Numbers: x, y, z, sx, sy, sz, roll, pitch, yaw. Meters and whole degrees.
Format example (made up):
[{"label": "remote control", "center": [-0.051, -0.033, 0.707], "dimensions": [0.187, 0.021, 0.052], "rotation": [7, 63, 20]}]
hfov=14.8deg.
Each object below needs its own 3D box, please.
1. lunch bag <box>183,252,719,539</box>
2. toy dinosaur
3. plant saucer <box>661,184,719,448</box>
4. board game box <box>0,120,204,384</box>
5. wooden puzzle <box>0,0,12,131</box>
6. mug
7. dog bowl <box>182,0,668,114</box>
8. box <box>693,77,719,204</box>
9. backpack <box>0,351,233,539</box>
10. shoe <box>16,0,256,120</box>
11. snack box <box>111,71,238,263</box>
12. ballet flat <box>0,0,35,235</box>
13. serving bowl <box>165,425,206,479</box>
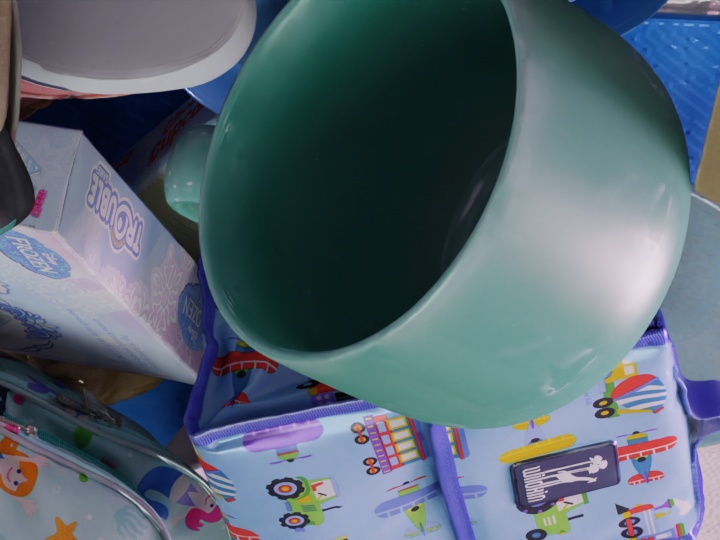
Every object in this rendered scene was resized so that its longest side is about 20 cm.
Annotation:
[{"label": "lunch bag", "center": [0.046, 0.061, 1.093], "dimensions": [0.200, 0.094, 0.151], "rotation": [-6, 141, 10]}, {"label": "toy dinosaur", "center": [-0.134, 0.048, 1.245], "dimensions": [0.101, 0.058, 0.200], "rotation": [-7, 157, -16]}, {"label": "plant saucer", "center": [0.094, 0.003, 1.149], "dimensions": [0.201, 0.039, 0.201], "rotation": [12, 144, 9]}, {"label": "board game box", "center": [-0.171, -0.015, 1.059], "dimensions": [0.199, 0.043, 0.200], "rotation": [10, 165, 15]}, {"label": "wooden puzzle", "center": [-0.197, -0.140, 0.855], "dimensions": [0.185, 0.200, 0.037], "rotation": [2, -179, -2]}, {"label": "mug", "center": [0.030, -0.031, 0.951], "dimensions": [0.114, 0.185, 0.152], "rotation": [24, 108, -39]}, {"label": "dog bowl", "center": [0.021, -0.114, 0.987], "dimensions": [0.200, 0.050, 0.111], "rotation": [-20, 141, 29]}, {"label": "box", "center": [0.167, -0.131, 0.875], "dimensions": [0.021, 0.164, 0.200], "rotation": [31, 151, 17]}, {"label": "backpack", "center": [-0.149, 0.124, 1.095], "dimensions": [0.200, 0.178, 0.151], "rotation": [26, 180, -31]}, {"label": "shoe", "center": [-0.123, -0.087, 0.988], "dimensions": [0.200, 0.072, 0.091], "rotation": [7, 161, 17]}, {"label": "snack box", "center": [0.000, 0.000, 1.121], "dimensions": [0.200, 0.037, 0.116], "rotation": [33, 142, -19]}, {"label": "ballet flat", "center": [-0.151, -0.098, 0.912], "dimensions": [0.073, 0.200, 0.073], "rotation": [-16, 169, -3]}, {"label": "serving bowl", "center": [-0.002, 0.099, 1.294], "dimensions": [0.200, 0.066, 0.200], "rotation": [1, 147, 1]}]
